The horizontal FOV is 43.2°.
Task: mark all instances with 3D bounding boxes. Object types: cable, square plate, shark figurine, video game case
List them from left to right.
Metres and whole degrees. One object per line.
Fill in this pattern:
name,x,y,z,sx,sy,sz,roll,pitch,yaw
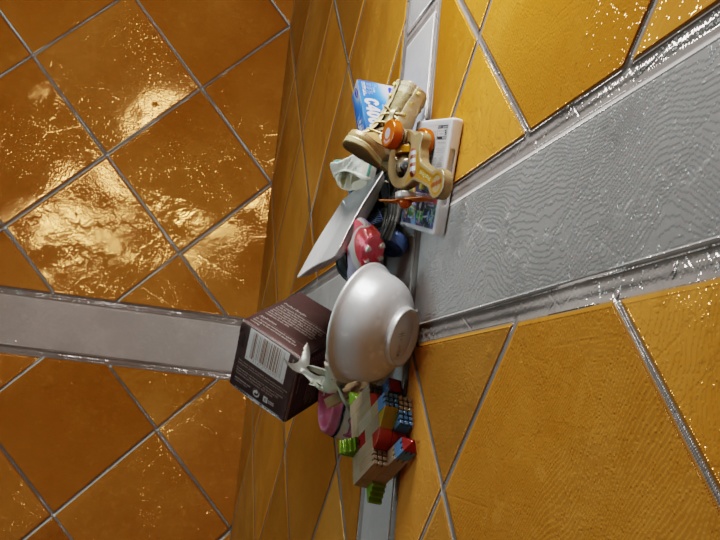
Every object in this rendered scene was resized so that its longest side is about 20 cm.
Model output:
shark figurine,-0.049,0.184,1.663,0.129,0.089,0.214,57,156,-8
square plate,-0.033,-0.080,1.728,0.202,0.028,0.198,-61,15,-23
cable,0.068,-0.125,1.612,0.098,0.050,0.201,-59,17,26
video game case,0.116,-0.157,1.512,0.200,0.023,0.186,-151,69,-75

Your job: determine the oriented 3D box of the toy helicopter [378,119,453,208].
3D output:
toy helicopter,0.089,-0.149,1.430,0.200,0.078,0.135,46,121,59

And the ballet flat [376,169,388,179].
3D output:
ballet flat,0.031,-0.255,1.816,0.201,0.071,0.073,-112,32,-55

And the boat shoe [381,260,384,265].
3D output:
boat shoe,0.014,0.036,1.743,0.072,0.058,0.203,114,159,-47

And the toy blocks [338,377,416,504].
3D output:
toy blocks,0.037,0.256,1.490,0.137,0.098,0.203,-53,29,41

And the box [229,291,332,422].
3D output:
box,-0.142,0.178,1.914,0.199,0.164,0.167,-24,-43,-51

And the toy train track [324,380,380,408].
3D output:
toy train track,0.004,0.254,1.649,0.201,0.113,0.033,61,177,47

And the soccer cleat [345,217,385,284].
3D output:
soccer cleat,0.000,0.000,1.636,0.077,0.065,0.203,-121,32,-41

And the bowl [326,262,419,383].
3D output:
bowl,0.035,0.096,1.471,0.200,0.089,0.205,-32,-50,-49

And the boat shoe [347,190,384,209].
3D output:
boat shoe,0.018,-0.146,1.835,0.072,0.071,0.204,146,121,-66

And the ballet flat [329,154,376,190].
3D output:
ballet flat,-0.017,-0.186,1.752,0.199,0.068,0.071,177,101,-71

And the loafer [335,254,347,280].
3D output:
loafer,-0.011,-0.041,1.881,0.201,0.071,0.073,-104,31,-55

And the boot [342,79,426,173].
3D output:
boot,0.046,-0.255,1.548,0.158,0.072,0.200,-63,-19,5

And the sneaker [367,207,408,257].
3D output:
sneaker,0.041,-0.077,1.684,0.078,0.070,0.199,-54,25,-11

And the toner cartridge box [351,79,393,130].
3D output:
toner cartridge box,0.040,-0.296,1.756,0.202,0.093,0.044,-99,23,-50

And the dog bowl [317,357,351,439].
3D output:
dog bowl,-0.033,0.239,1.798,0.200,0.072,0.205,-172,90,-76
